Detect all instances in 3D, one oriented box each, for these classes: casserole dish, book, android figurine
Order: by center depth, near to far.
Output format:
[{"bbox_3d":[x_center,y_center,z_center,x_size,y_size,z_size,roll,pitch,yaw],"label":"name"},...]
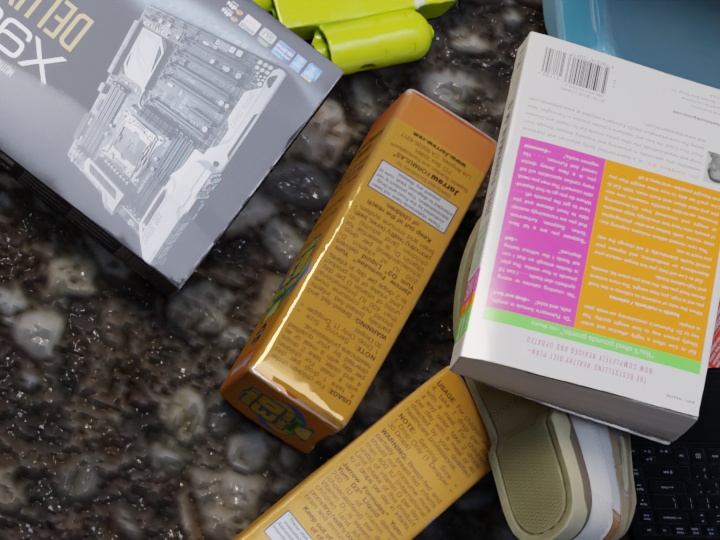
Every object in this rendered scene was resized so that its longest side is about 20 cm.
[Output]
[{"bbox_3d":[0.132,-0.021,1.613,0.133,0.048,0.200,17,66,-7],"label":"book"},{"bbox_3d":[0.190,-0.140,1.730,0.039,0.200,0.121,-27,122,-37],"label":"casserole dish"},{"bbox_3d":[-0.009,-0.204,1.755,0.200,0.041,0.182,-10,78,-20],"label":"android figurine"}]

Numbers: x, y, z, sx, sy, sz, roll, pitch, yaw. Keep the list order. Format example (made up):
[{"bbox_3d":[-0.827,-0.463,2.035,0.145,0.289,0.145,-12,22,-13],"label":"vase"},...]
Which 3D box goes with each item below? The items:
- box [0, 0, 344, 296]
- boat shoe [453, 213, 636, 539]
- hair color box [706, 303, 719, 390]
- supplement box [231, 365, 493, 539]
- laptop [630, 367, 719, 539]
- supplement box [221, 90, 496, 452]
[{"bbox_3d":[-0.136,-0.108,1.660,0.200,0.050,0.158,39,77,-5],"label":"box"},{"bbox_3d":[0.105,0.059,1.648,0.068,0.075,0.200,12,64,-45],"label":"boat shoe"},{"bbox_3d":[0.214,0.071,1.711,0.200,0.111,0.064,40,62,-5],"label":"hair color box"},{"bbox_3d":[-0.010,0.139,1.637,0.200,0.067,0.069,-41,90,-24],"label":"supplement box"},{"bbox_3d":[0.214,0.163,1.636,0.103,0.177,0.200,-49,131,-51],"label":"laptop"},{"bbox_3d":[0.000,0.000,1.674,0.069,0.067,0.200,31,66,-8],"label":"supplement box"}]
